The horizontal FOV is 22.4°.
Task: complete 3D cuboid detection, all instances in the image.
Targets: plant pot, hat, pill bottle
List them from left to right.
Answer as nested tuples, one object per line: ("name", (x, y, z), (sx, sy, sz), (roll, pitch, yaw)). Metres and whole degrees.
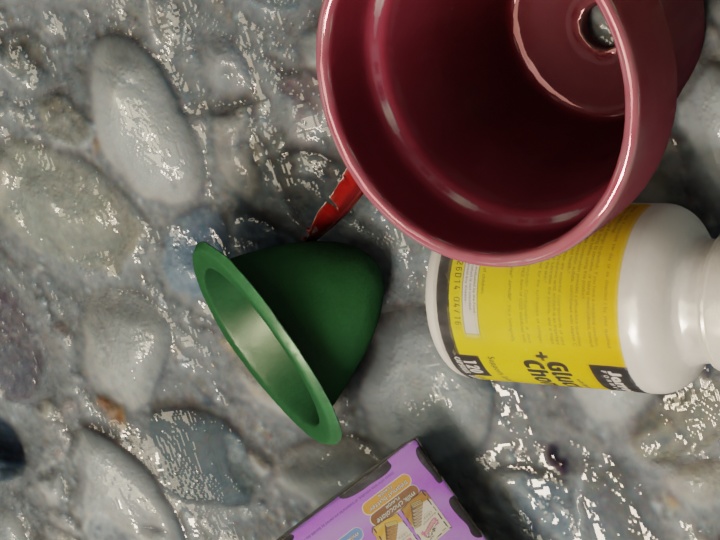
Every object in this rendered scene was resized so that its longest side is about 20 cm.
("hat", (0.000, 0.000, 1.242), (0.166, 0.175, 0.200), (53, 165, 2))
("plant pot", (0.101, -0.124, 1.020), (0.198, 0.179, 0.202), (13, 116, 29))
("pill bottle", (0.147, 0.015, 1.087), (0.198, 0.112, 0.113), (3, 110, 34))

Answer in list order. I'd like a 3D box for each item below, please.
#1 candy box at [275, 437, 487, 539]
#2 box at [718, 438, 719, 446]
("candy box", (0.026, 0.245, 1.228), (0.201, 0.167, 0.072), (54, 173, 3))
("box", (0.298, 0.180, 1.093), (0.116, 0.048, 0.202), (-11, 103, 37))
